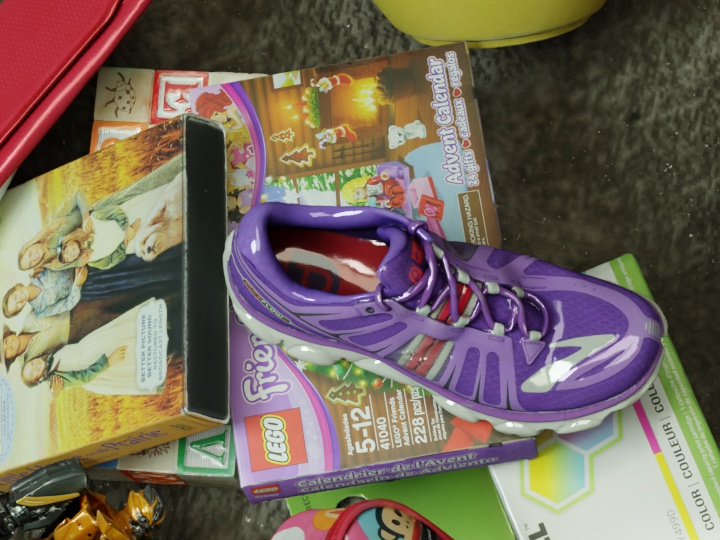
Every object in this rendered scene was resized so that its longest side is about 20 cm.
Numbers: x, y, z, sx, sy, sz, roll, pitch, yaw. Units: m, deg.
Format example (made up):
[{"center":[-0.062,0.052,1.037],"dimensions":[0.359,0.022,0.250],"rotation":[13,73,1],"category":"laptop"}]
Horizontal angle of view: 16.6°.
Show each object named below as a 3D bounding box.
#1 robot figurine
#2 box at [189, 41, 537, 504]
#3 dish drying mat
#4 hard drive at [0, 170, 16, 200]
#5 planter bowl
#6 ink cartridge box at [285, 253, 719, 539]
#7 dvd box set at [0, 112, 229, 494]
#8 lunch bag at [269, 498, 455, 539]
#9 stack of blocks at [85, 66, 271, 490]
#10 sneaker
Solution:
[{"center":[-0.162,0.180,1.155],"dimensions":[0.200,0.145,0.058],"rotation":[-44,45,3],"category":"robot figurine"},{"center":[0.000,0.000,1.152],"dimensions":[0.136,0.039,0.201],"rotation":[-10,70,3],"category":"box"},{"center":[-0.182,-0.076,1.182],"dimensions":[0.200,0.018,0.077],"rotation":[-50,51,2],"category":"dish drying mat"},{"center":[-0.251,-0.002,1.221],"dimensions":[0.132,0.027,0.200],"rotation":[19,78,39],"category":"hard drive"},{"center":[0.064,-0.159,1.204],"dimensions":[0.200,0.200,0.084],"rotation":[-6,109,3],"category":"planter bowl"},{"center":[0.066,0.103,1.171],"dimensions":[0.199,0.076,0.148],"rotation":[-22,71,0],"category":"ink cartridge box"},{"center":[-0.140,0.022,1.167],"dimensions":[0.200,0.029,0.147],"rotation":[-18,64,41],"category":"dvd box set"},{"center":[0.010,0.217,1.052],"dimensions":[0.176,0.082,0.200],"rotation":[39,58,-24],"category":"lunch bag"},{"center":[-0.078,0.005,1.219],"dimensions":[0.115,0.059,0.201],"rotation":[4,78,5],"category":"stack of blocks"},{"center":[0.035,0.017,1.076],"dimensions":[0.199,0.083,0.081],"rotation":[11,71,3],"category":"sneaker"}]
